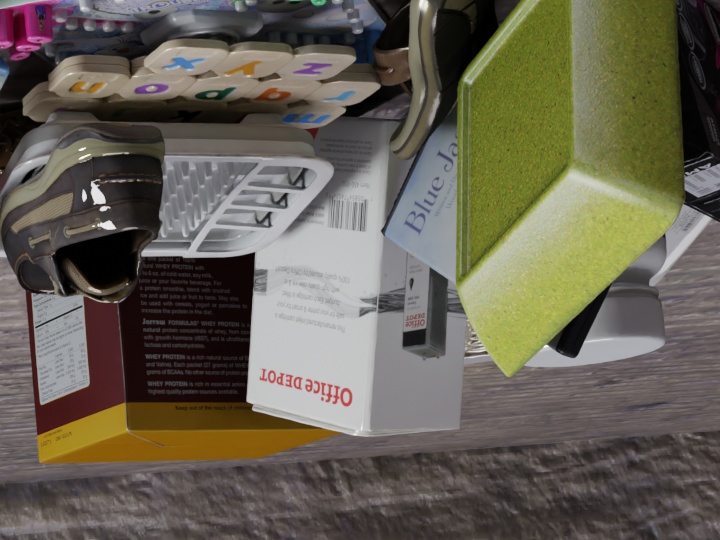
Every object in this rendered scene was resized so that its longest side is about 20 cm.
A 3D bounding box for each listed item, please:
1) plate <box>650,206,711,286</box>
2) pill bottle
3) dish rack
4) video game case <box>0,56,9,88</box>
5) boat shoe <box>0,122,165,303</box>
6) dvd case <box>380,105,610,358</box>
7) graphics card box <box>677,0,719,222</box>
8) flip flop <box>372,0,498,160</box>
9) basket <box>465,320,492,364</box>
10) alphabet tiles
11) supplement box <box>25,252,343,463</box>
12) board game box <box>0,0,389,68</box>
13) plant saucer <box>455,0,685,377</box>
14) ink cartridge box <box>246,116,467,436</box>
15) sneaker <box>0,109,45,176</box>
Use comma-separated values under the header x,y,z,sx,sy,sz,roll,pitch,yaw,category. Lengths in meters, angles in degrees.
x,y,z,sx,sy,sz,roll,pitch,yaw,category
0.199,-0.048,1.630,0.199,0.032,0.200,2,136,-39,plate
0.131,-0.047,1.394,0.112,0.202,0.113,-6,169,-1,pill bottle
-0.131,-0.055,1.369,0.198,0.044,0.172,-1,161,-22,dish rack
-0.297,-0.049,1.221,0.142,0.018,0.201,16,113,-38,video game case
-0.163,-0.018,1.281,0.074,0.074,0.200,-1,160,-20,boat shoe
0.095,-0.051,1.300,0.017,0.144,0.200,19,-171,-36,dvd case
0.206,-0.101,1.353,0.051,0.127,0.200,-20,164,23,graphics card box
0.036,-0.132,1.274,0.057,0.081,0.200,34,162,13,flip flop
0.047,-0.001,1.753,0.198,0.137,0.123,-7,165,2,basket
-0.094,-0.106,1.317,0.198,0.015,0.195,-1,167,-26,alphabet tiles
-0.127,0.029,1.620,0.196,0.202,0.132,2,166,-36,supplement box
-0.091,-0.133,1.290,0.198,0.026,0.200,-9,169,12,board game box
0.101,-0.075,1.189,0.047,0.201,0.200,13,148,-19,plant saucer
0.000,0.000,1.472,0.082,0.202,0.146,1,-176,-36,ink cartridge box
-0.245,-0.067,1.461,0.198,0.068,0.090,-13,-173,-3,sneaker
